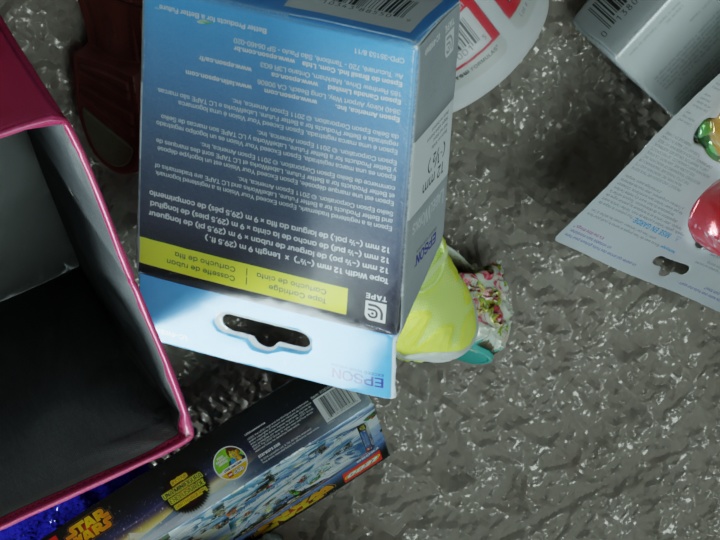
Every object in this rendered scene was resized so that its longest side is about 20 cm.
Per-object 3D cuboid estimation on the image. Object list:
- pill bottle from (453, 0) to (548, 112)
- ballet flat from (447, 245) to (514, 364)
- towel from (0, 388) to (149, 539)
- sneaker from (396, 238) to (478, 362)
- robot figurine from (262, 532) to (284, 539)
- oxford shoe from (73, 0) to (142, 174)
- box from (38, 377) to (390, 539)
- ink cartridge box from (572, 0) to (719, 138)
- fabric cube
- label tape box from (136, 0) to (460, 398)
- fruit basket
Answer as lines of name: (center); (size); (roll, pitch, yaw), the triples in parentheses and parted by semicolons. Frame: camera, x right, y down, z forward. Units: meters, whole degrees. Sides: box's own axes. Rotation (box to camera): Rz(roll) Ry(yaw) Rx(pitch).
pill bottle: (0.000, -0.179, 1.399); (0.112, 0.112, 0.200); (-40, 124, 1)
ballet flat: (0.000, 0.000, 1.534); (0.200, 0.076, 0.064); (18, 78, -34)
towel: (-0.206, 0.122, 1.477); (0.200, 0.050, 0.148); (-27, 155, -10)
sneaker: (0.004, -0.028, 1.448); (0.200, 0.076, 0.075); (52, 59, -24)
robot figurine: (-0.095, 0.201, 1.540); (0.145, 0.058, 0.200); (-35, 164, 9)
oxford shoe: (-0.103, -0.151, 1.410); (0.075, 0.070, 0.200); (-21, 129, -37)
box: (-0.080, 0.126, 1.527); (0.200, 0.040, 0.137); (-32, 164, -5)
ink cartridge box: (0.230, -0.145, 1.567); (0.160, 0.047, 0.200); (-47, 140, 6)
fabric cube: (-0.223, 0.000, 1.349); (0.196, 0.199, 0.200); (-24, 123, -8)
label tape box: (-0.033, -0.048, 1.375); (0.143, 0.066, 0.200); (14, 123, 17)
fruit basket: (0.225, -0.066, 1.547); (0.200, 0.094, 0.185); (-43, 141, 24)
